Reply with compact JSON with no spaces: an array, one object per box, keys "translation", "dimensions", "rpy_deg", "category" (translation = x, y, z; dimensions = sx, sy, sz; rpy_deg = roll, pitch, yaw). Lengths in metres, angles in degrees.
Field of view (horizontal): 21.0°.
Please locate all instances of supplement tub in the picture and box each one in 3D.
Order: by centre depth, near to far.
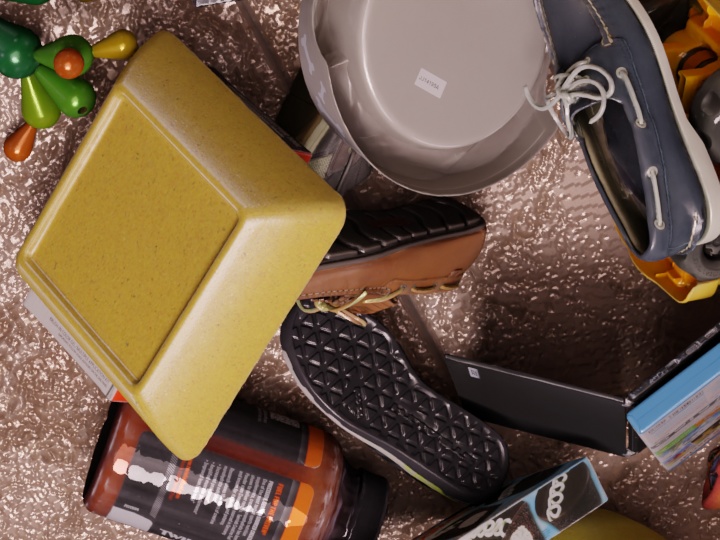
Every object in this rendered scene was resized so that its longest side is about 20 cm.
[{"translation":[-0.084,0.146,1.340],"dimensions":[0.199,0.107,0.107],"rpy_deg":[20,109,-9],"category":"supplement tub"}]

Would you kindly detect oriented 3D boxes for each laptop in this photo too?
[{"translation":[0.172,0.054,1.297],"dimensions":[0.200,0.177,0.103],"rpy_deg":[-38,73,-4],"category":"laptop"}]

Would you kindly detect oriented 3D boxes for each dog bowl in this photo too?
[{"translation":[0.049,-0.150,1.214],"dimensions":[0.199,0.059,0.201],"rpy_deg":[-8,105,-30],"category":"dog bowl"}]

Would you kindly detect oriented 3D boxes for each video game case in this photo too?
[{"translation":[0.247,0.073,1.282],"dimensions":[0.143,0.200,0.018],"rpy_deg":[-38,71,4],"category":"video game case"}]

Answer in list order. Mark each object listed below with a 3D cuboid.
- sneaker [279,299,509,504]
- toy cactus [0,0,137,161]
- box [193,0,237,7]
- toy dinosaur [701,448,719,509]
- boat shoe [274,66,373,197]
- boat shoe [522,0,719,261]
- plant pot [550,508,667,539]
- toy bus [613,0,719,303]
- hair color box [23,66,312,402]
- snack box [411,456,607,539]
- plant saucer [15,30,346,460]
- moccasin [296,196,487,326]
[{"translation":[0.015,0.097,1.336],"dimensions":[0.200,0.083,0.072],"rpy_deg":[43,73,-12],"category":"sneaker"},{"translation":[-0.242,-0.148,1.236],"dimensions":[0.165,0.102,0.200],"rpy_deg":[41,113,-6],"category":"toy cactus"},{"translation":[-0.072,-0.249,1.136],"dimensions":[0.078,0.200,0.142],"rpy_deg":[-8,111,1],"category":"box"},{"translation":[0.263,0.109,1.313],"dimensions":[0.199,0.105,0.181],"rpy_deg":[18,142,-26],"category":"toy dinosaur"},{"translation":[-0.023,-0.078,1.279],"dimensions":[0.066,0.072,0.201],"rpy_deg":[22,106,-24],"category":"boat shoe"},{"translation":[0.150,-0.099,1.175],"dimensions":[0.062,0.075,0.201],"rpy_deg":[-19,82,-30],"category":"boat shoe"},{"translation":[0.169,0.251,1.358],"dimensions":[0.199,0.142,0.201],"rpy_deg":[-8,131,-9],"category":"plant pot"},{"translation":[0.267,-0.094,1.257],"dimensions":[0.191,0.136,0.201],"rpy_deg":[-6,124,-21],"category":"toy bus"},{"translation":[-0.129,-0.025,1.265],"dimensions":[0.064,0.111,0.200],"rpy_deg":[8,118,-52],"category":"hair color box"},{"translation":[0.060,0.194,1.307],"dimensions":[0.200,0.116,0.037],"rpy_deg":[-28,89,-32],"category":"snack box"},{"translation":[-0.129,-0.018,1.196],"dimensions":[0.200,0.048,0.200],"rpy_deg":[44,112,29],"category":"plant saucer"},{"translation":[-0.001,-0.001,1.261],"dimensions":[0.074,0.201,0.078],"rpy_deg":[30,116,30],"category":"moccasin"}]
